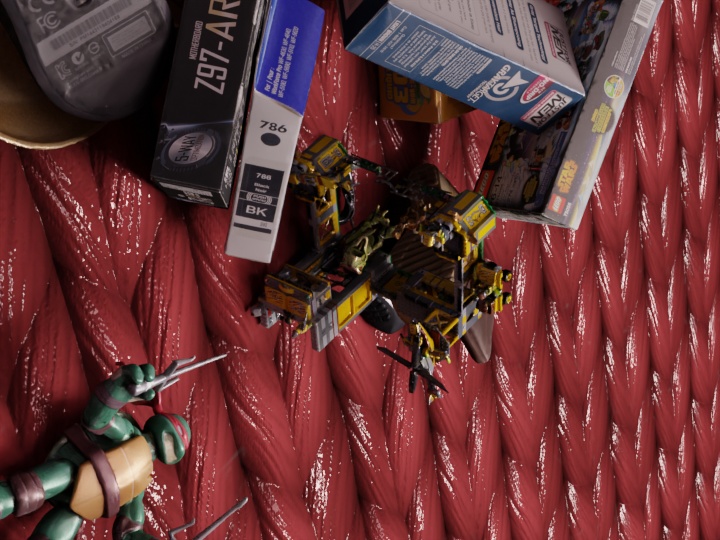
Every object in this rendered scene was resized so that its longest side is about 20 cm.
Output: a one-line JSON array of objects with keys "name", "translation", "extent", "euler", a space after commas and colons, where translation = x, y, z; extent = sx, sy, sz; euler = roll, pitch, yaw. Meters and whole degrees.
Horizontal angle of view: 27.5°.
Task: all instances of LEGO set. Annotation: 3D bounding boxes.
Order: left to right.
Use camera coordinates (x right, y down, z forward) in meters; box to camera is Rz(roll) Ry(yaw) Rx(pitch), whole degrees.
[{"name": "LEGO set", "translation": [0.000, 0.000, 1.087], "extent": [0.116, 0.199, 0.154], "euler": [-42, 151, -37]}]

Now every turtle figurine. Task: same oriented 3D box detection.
[{"name": "turtle figurine", "translation": [-0.161, 0.137, 0.938], "extent": [0.200, 0.100, 0.150], "euler": [-30, 109, -32]}]

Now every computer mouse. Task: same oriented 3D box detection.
[{"name": "computer mouse", "translation": [-0.165, -0.177, 0.808], "extent": [0.138, 0.053, 0.201], "euler": [-30, 127, -16]}, {"name": "computer mouse", "translation": [0.008, -0.024, 1.219], "extent": [0.059, 0.034, 0.200], "euler": [-55, 140, -32]}]

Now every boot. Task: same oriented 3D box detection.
[{"name": "boot", "translation": [0.084, 0.022, 1.256], "extent": [0.201, 0.072, 0.167], "euler": [-85, 153, -49]}]

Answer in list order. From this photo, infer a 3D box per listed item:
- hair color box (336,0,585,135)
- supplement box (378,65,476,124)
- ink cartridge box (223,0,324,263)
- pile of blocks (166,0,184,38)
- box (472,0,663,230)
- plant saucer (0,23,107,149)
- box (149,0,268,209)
[{"name": "hair color box", "translation": [0.077, -0.189, 1.151], "extent": [0.199, 0.061, 0.100], "euler": [19, 47, -32]}, {"name": "supplement box", "translation": [0.093, -0.180, 1.281], "extent": [0.200, 0.069, 0.067], "euler": [-27, 120, -54]}, {"name": "ink cartridge box", "translation": [-0.057, -0.103, 0.981], "extent": [0.200, 0.039, 0.100], "euler": [106, -5, -54]}, {"name": "pile of blocks", "translation": [-0.127, -0.228, 0.859], "extent": [0.082, 0.062, 0.201], "euler": [-51, 138, -37]}, {"name": "box", "translation": [0.168, -0.138, 1.230], "extent": [0.040, 0.137, 0.201], "euler": [22, 87, -21]}, {"name": "plant saucer", "translation": [-0.193, -0.173, 0.862], "extent": [0.200, 0.035, 0.201], "euler": [-20, 114, -54]}, {"name": "box", "translation": [-0.090, -0.124, 0.927], "extent": [0.200, 0.043, 0.161], "euler": [-174, -85, -86]}]
